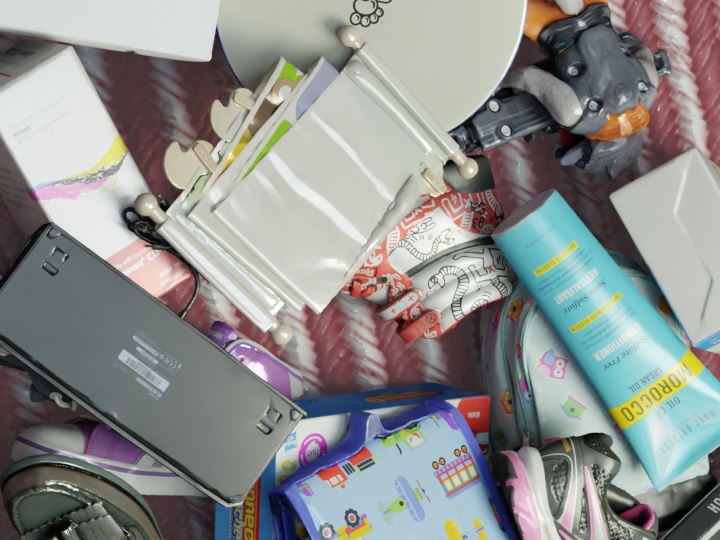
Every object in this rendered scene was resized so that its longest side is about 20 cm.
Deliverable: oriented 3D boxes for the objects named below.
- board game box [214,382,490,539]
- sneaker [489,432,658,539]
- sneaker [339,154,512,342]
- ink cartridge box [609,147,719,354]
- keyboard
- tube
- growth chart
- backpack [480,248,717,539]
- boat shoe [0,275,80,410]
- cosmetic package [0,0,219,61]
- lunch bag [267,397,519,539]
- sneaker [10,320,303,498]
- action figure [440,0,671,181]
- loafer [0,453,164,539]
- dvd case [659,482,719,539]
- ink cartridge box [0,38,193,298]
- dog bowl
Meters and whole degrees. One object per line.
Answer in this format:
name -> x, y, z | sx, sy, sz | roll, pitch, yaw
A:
board game box -> -0.005, 0.181, 1.606 | 0.200, 0.056, 0.196 | -5, 100, -45
sneaker -> 0.156, 0.189, 1.594 | 0.086, 0.080, 0.200 | -22, 124, 1
sneaker -> 0.001, 0.000, 1.603 | 0.201, 0.067, 0.108 | -15, 95, -10
ink cartridge box -> 0.239, -0.008, 1.664 | 0.067, 0.200, 0.116 | -31, 77, 12
keyboard -> -0.116, 0.038, 1.472 | 0.200, 0.021, 0.127 | 38, 84, -18
tube -> 0.162, 0.041, 1.581 | 0.077, 0.050, 0.200 | -36, 98, 11
growth chart -> -0.032, -0.057, 1.493 | 0.200, 0.018, 0.145 | -44, 103, -25
backpack -> 0.157, 0.081, 1.666 | 0.166, 0.127, 0.201 | -15, 98, -17
boat shoe -> -0.189, 0.053, 1.520 | 0.200, 0.076, 0.060 | 24, 80, 9
cosmetic package -> -0.191, -0.165, 1.499 | 0.199, 0.083, 0.051 | 8, 93, -14
lunch bag -> 0.027, 0.183, 1.547 | 0.150, 0.094, 0.201 | -24, 104, -38
sneaker -> -0.126, 0.085, 1.579 | 0.200, 0.073, 0.115 | 6, 93, -35
action figure -> 0.120, -0.140, 1.641 | 0.200, 0.105, 0.194 | -31, 97, -18
loafer -> -0.154, 0.182, 1.531 | 0.072, 0.063, 0.200 | -22, 141, 14
dvd case -> 0.260, 0.190, 1.705 | 0.200, 0.025, 0.151 | -37, 143, -36
ink cartridge box -> -0.188, -0.073, 1.507 | 0.067, 0.116, 0.200 | -33, 108, -15
dog bowl -> 0.005, -0.178, 1.559 | 0.199, 0.079, 0.201 | 0, 107, -1
